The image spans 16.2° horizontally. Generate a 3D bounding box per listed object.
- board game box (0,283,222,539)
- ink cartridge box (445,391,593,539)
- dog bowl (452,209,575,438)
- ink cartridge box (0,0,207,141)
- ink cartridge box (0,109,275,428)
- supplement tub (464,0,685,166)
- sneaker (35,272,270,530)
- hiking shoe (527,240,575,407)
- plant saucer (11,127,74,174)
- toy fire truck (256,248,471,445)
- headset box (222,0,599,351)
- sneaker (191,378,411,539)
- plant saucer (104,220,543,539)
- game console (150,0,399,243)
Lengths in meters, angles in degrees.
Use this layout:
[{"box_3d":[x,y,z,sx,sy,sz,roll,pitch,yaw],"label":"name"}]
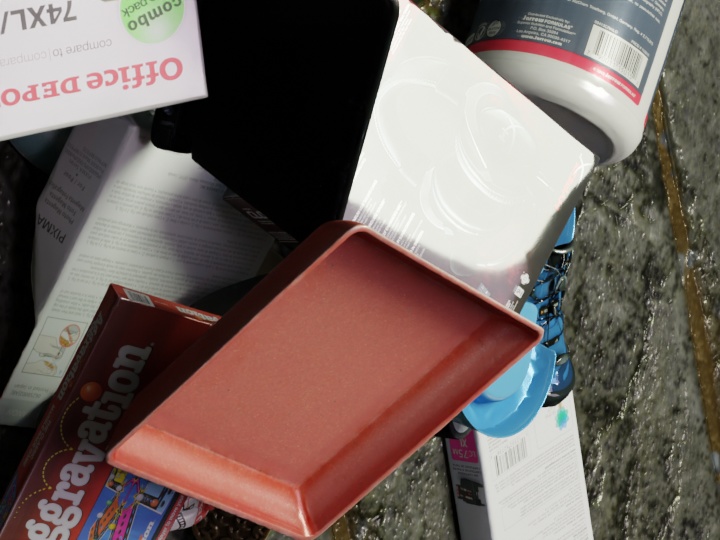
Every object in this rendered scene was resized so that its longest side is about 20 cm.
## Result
[{"box_3d":[-0.141,0.108,1.462,0.103,0.019,0.201,18,109,-31],"label":"board game box"},{"box_3d":[0.120,0.171,1.875,0.119,0.042,0.201,-27,111,-46],"label":"ink cartridge box"},{"box_3d":[0.082,0.006,1.642,0.111,0.049,0.201,15,81,-49],"label":"dog bowl"},{"box_3d":[-0.184,-0.182,1.341,0.146,0.146,0.201,-14,107,-26],"label":"ink cartridge box"},{"box_3d":[-0.136,0.001,1.524,0.162,0.057,0.200,12,114,-51],"label":"ink cartridge box"},{"box_3d":[0.157,-0.188,1.801,0.140,0.140,0.201,39,64,-46],"label":"supplement tub"},{"box_3d":[-0.091,0.084,1.528,0.201,0.067,0.108,-29,133,-11],"label":"sneaker"},{"box_3d":[0.115,0.006,1.792,0.074,0.086,0.201,-35,110,-42],"label":"hiking shoe"},{"box_3d":[-0.151,-0.152,1.510,0.200,0.027,0.201,-6,98,-51],"label":"plant saucer"},{"box_3d":[0.000,0.000,1.662,0.200,0.128,0.177,44,60,-56],"label":"toy fire truck"},{"box_3d":[0.025,-0.061,1.517,0.200,0.077,0.149,38,71,-27],"label":"headset box"},{"box_3d":[-0.028,0.098,1.592,0.067,0.200,0.090,43,32,0],"label":"sneaker"},{"box_3d":[-0.023,0.058,1.438,0.200,0.037,0.200,-42,142,15],"label":"plant saucer"},{"box_3d":[-0.043,-0.145,1.386,0.200,0.116,0.176,107,-6,-45],"label":"game console"}]
